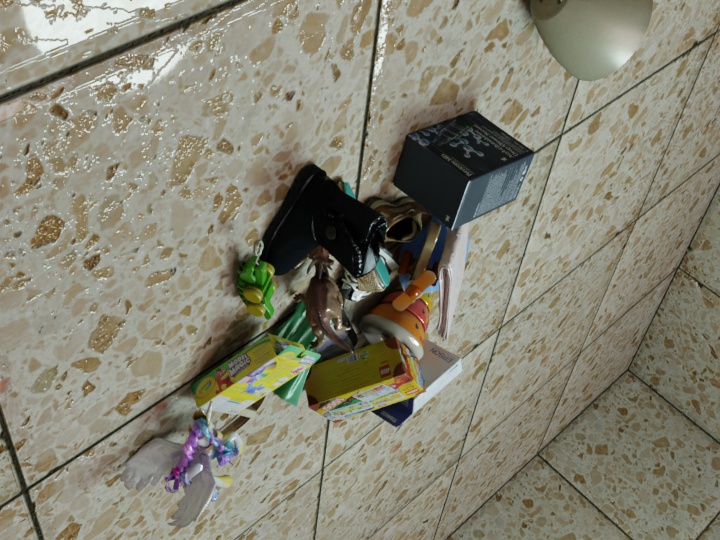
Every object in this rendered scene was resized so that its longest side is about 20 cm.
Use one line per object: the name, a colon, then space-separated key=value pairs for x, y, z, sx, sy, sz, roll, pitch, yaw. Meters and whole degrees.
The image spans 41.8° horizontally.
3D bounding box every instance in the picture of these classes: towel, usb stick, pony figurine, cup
towel: x=-0.082 y=0.161 z=1.780 sx=0.145 sy=0.024 sz=0.201 roll=-30 pitch=151 yaw=-5
towel: x=0.173 y=-0.005 z=1.781 sx=0.202 sy=0.032 sz=0.193 roll=-71 pitch=166 yaw=-46
usb stick: x=-0.044 y=0.107 z=1.800 sx=0.055 sy=0.033 sz=0.201 roll=-44 pitch=153 yaw=-11
pony figurine: x=-0.278 y=0.325 z=1.583 sx=0.194 sy=0.165 sz=0.201 roll=-55 pitch=156 yaw=-15
cup: x=0.374 y=-0.445 z=1.606 sx=0.142 sy=0.201 sz=0.202 roll=18 pitch=112 yaw=-33

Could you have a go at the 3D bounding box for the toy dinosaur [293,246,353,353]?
toy dinosaur: x=-0.066 y=0.042 z=1.555 sx=0.084 sy=0.202 sz=0.137 roll=-12 pitch=143 yaw=-6

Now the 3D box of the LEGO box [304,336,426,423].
LEGO box: x=0.007 y=0.211 z=1.795 sx=0.197 sy=0.078 sz=0.149 roll=-20 pitch=154 yaw=13

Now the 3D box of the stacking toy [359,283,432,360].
stacking toy: x=0.099 y=0.069 z=1.909 sx=0.202 sy=0.144 sz=0.147 roll=-59 pitch=159 yaw=-23

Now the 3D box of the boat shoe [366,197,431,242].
boat shoe: x=0.072 y=-0.081 z=1.693 sx=0.199 sy=0.074 sz=0.076 roll=-6 pitch=131 yaw=-55

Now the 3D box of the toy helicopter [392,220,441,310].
toy helicopter: x=0.109 y=-0.010 z=1.700 sx=0.201 sy=0.078 sz=0.134 roll=105 pitch=7 yaw=-54

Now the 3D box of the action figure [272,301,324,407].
action figure: x=-0.109 y=0.122 z=1.663 sx=0.202 sy=0.117 sz=0.055 roll=-59 pitch=177 yaw=-2

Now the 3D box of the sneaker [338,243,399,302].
sneaker: x=0.000 y=0.000 z=1.683 sx=0.116 sy=0.075 sz=0.200 roll=-52 pitch=156 yaw=-1

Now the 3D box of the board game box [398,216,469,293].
board game box: x=0.136 y=-0.039 z=1.880 sx=0.198 sy=0.039 sz=0.161 roll=-10 pitch=112 yaw=-41

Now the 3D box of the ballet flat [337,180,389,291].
ballet flat: x=-0.016 y=-0.048 z=1.556 sx=0.071 sy=0.064 sz=0.203 roll=-62 pitch=133 yaw=-62

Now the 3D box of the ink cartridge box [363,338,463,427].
ink cartridge box: x=0.074 y=0.208 z=1.932 sx=0.199 sy=0.198 sz=0.041 roll=-38 pitch=133 yaw=-28

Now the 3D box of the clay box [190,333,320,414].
clay box: x=-0.172 y=0.169 z=1.577 sx=0.199 sy=0.048 sz=0.115 roll=-34 pitch=154 yaw=16

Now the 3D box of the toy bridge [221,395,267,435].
toy bridge: x=-0.214 y=0.254 z=1.724 sx=0.201 sy=0.027 sz=0.067 roll=-51 pitch=154 yaw=4

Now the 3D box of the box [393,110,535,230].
box: x=0.182 y=-0.179 z=1.658 sx=0.198 sy=0.148 sz=0.108 roll=-26 pitch=145 yaw=-41

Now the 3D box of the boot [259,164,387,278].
boot: x=-0.057 y=-0.037 z=1.441 sx=0.076 sy=0.168 sz=0.202 roll=-7 pitch=132 yaw=-54

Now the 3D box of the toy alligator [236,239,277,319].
toy alligator: x=-0.168 y=0.010 z=1.455 sx=0.201 sy=0.053 sz=0.060 roll=87 pitch=22 yaw=-54
